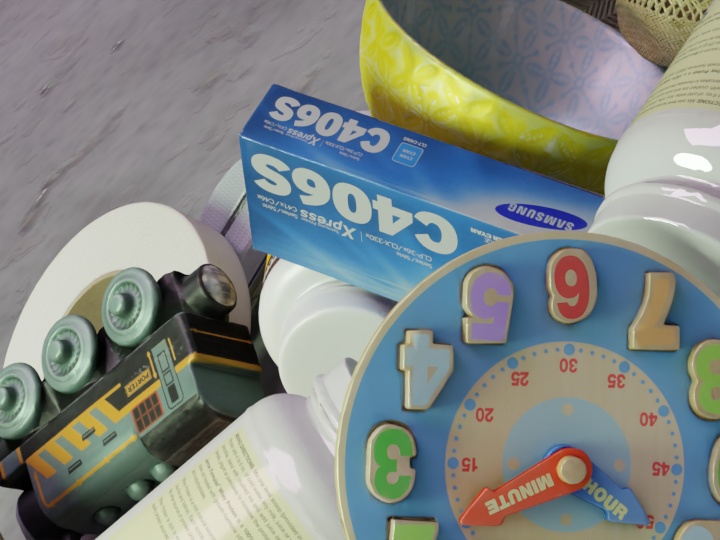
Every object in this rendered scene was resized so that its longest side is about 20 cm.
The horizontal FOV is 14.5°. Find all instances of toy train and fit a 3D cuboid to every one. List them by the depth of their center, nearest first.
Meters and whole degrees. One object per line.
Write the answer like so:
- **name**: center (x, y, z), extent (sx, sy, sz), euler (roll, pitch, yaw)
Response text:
- **toy train**: center (-0.139, 0.081, 1.647), extent (0.200, 0.085, 0.115), euler (-38, 56, 28)

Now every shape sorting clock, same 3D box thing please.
- **shape sorting clock**: center (0.088, 0.084, 1.213), extent (0.200, 0.200, 0.039), euler (-45, 8, -6)

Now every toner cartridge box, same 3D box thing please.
- **toner cartridge box**: center (0.035, -0.024, 1.486), extent (0.199, 0.095, 0.043), euler (20, 56, 20)

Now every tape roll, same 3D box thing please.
- **tape roll**: center (-0.149, 0.057, 1.757), extent (0.202, 0.037, 0.204), euler (-25, 52, 37)

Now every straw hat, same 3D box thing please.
- **straw hat**: center (0.190, -0.157, 1.600), extent (0.201, 0.200, 0.086), euler (-135, 51, -68)

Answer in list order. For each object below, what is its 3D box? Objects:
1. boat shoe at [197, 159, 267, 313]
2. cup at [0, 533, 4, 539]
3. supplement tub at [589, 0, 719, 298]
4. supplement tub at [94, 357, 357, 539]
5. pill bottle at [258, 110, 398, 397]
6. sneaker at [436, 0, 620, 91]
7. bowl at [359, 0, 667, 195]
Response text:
- **boat shoe**: center (-0.093, 0.019, 1.802), extent (0.200, 0.062, 0.072), euler (-53, 53, 13)
- **cup**: center (-0.260, 0.222, 1.606), extent (0.200, 0.143, 0.201), euler (-35, 23, 17)
- **supplement tub**: center (0.203, -0.054, 1.315), extent (0.145, 0.145, 0.200), euler (-7, 41, 54)
- **supplement tub**: center (-0.044, 0.152, 1.372), extent (0.200, 0.145, 0.145), euler (-40, 22, 6)
- **pill bottle**: center (0.000, 0.000, 1.618), extent (0.109, 0.109, 0.200), euler (-33, 24, 22)
- **sneaker**: center (0.074, -0.123, 1.709), extent (0.199, 0.076, 0.084), euler (-18, 3, -34)
- **bowl**: center (0.078, -0.077, 1.575), extent (0.200, 0.199, 0.108), euler (-97, 29, -63)
